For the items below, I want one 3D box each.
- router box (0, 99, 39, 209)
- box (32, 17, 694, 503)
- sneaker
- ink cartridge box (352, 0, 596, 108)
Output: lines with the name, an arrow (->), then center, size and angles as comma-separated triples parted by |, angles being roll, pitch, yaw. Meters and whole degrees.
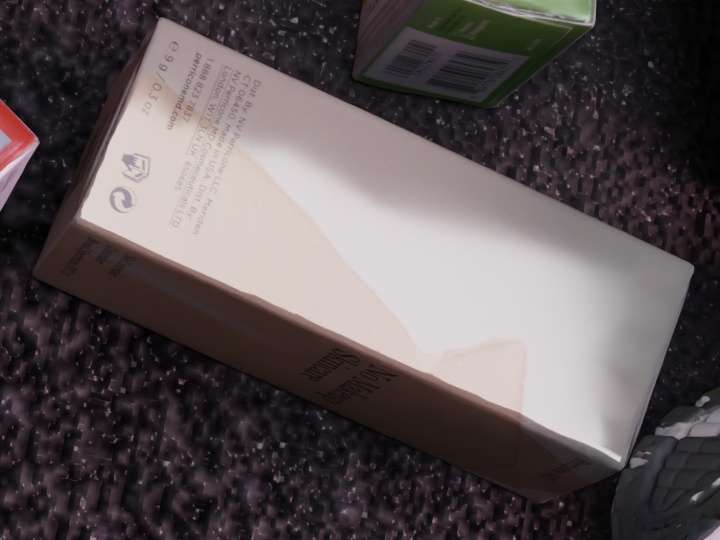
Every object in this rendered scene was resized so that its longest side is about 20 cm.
router box -> -0.190, -0.061, 0.899 | 0.180, 0.200, 0.049 | 46, 70, 0
box -> 0.000, 0.000, 0.996 | 0.200, 0.095, 0.078 | 24, 73, -8
sneaker -> 0.165, 0.071, 0.985 | 0.200, 0.074, 0.085 | -27, 112, -34
ink cartridge box -> 0.049, -0.168, 1.044 | 0.059, 0.104, 0.201 | 12, 74, -14
